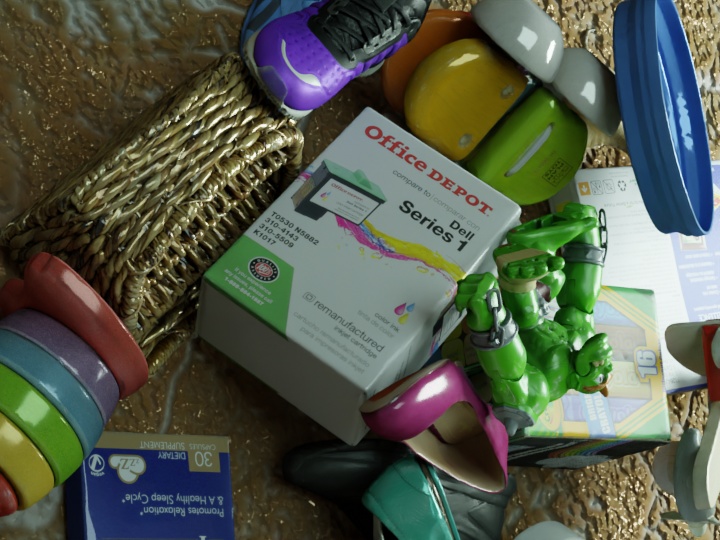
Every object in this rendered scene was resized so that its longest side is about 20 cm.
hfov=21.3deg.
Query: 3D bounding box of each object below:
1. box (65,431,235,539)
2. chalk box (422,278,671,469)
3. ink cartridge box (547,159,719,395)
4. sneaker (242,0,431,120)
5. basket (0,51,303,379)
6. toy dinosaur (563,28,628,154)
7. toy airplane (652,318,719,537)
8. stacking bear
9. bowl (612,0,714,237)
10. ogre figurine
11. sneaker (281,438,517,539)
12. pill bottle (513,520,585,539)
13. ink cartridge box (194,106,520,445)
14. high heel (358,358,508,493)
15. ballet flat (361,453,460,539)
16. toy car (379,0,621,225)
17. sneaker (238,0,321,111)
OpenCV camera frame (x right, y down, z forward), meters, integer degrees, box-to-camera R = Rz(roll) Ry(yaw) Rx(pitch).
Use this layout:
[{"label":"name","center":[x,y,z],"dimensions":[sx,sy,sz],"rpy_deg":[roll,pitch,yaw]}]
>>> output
[{"label":"box","center":[-0.139,0.211,1.294],"dimensions":[0.120,0.032,0.202],"rpy_deg":[6,73,-36]},{"label":"chalk box","center":[0.122,0.080,1.472],"dimensions":[0.199,0.124,0.125],"rpy_deg":[7,71,-36]},{"label":"ink cartridge box","center":[0.262,0.008,1.654],"dimensions":[0.196,0.047,0.202],"rpy_deg":[-5,80,-39]},{"label":"sneaker","center":[-0.007,-0.176,1.366],"dimensions":[0.070,0.099,0.200],"rpy_deg":[53,31,-3]},{"label":"basket","center":[-0.119,-0.035,1.317],"dimensions":[0.150,0.142,0.200],"rpy_deg":[54,51,-10]},{"label":"toy dinosaur","center":[0.208,-0.140,1.653],"dimensions":[0.199,0.058,0.102],"rpy_deg":[35,63,-3]},{"label":"toy airplane","center":[0.290,0.131,1.531],"dimensions":[0.200,0.140,0.201],"rpy_deg":[32,40,-46]},{"label":"stacking bear","center":[-0.236,0.105,1.213],"dimensions":[0.114,0.121,0.200],"rpy_deg":[43,64,-8]},{"label":"bowl","center":[0.243,-0.124,1.534],"dimensions":[0.200,0.039,0.203],"rpy_deg":[-11,90,-71]},{"label":"ogre figurine","center":[0.127,0.033,1.342],"dimensions":[0.200,0.097,0.121],"rpy_deg":[-64,147,-70]},{"label":"sneaker","center":[0.030,0.175,1.409],"dimensions":[0.198,0.076,0.092],"rpy_deg":[16,76,-28]},{"label":"pill bottle","center":[0.188,0.272,1.404],"dimensions":[0.114,0.200,0.115],"rpy_deg":[-22,128,-31]},{"label":"ink cartridge box","center":[0.000,0.000,1.362],"dimensions":[0.144,0.084,0.200],"rpy_deg":[34,58,14]},{"label":"high heel","center":[0.060,0.113,1.290],"dimensions":[0.097,0.067,0.200],"rpy_deg":[64,19,7]},{"label":"ballet flat","center":[0.055,0.225,1.368],"dimensions":[0.070,0.067,0.201],"rpy_deg":[-27,107,-1]},{"label":"toy car","center":[0.094,-0.133,1.515],"dimensions":[0.199,0.175,0.150],"rpy_deg":[31,15,-42]},{"label":"sneaker","center":[-0.038,-0.210,1.478],"dimensions":[0.066,0.078,0.202],"rpy_deg":[29,61,-28]}]
